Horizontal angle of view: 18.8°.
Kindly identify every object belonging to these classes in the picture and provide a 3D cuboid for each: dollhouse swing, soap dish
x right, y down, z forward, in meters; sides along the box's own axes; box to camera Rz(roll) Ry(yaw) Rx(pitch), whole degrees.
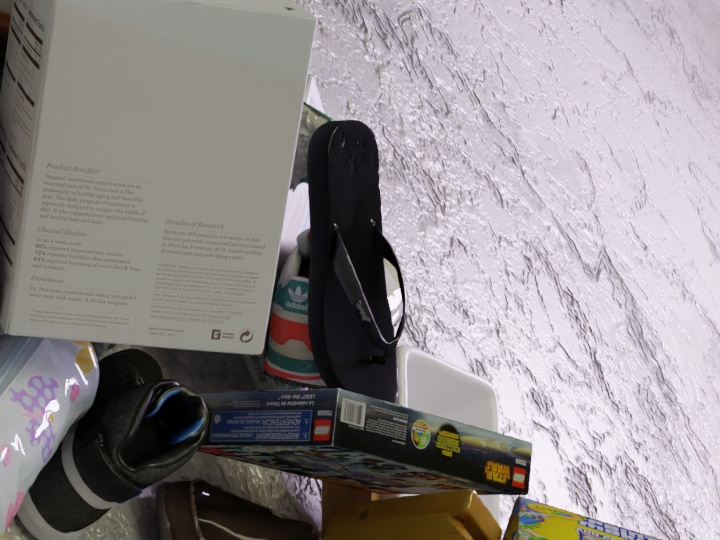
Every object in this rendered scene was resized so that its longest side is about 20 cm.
[{"bbox_3d":[0.047,0.276,1.409,0.176,0.182,0.200,37,57,-34],"label":"dollhouse swing"},{"bbox_3d":[0.036,0.161,1.619,0.157,0.081,0.200,26,58,-52],"label":"soap dish"}]

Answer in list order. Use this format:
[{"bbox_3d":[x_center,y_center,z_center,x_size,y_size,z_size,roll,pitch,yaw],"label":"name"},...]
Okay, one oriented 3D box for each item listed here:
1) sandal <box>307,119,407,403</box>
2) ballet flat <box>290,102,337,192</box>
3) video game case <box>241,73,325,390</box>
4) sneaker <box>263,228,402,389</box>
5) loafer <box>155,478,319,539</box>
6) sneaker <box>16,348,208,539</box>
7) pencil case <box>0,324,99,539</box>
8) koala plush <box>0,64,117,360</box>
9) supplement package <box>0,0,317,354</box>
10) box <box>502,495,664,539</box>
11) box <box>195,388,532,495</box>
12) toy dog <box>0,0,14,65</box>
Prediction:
[{"bbox_3d":[0.000,0.000,1.460,0.076,0.043,0.201,-19,105,-51],"label":"sandal"},{"bbox_3d":[-0.096,-0.123,1.520,0.200,0.072,0.072,38,13,28],"label":"ballet flat"},{"bbox_3d":[-0.050,-0.012,1.590,0.182,0.024,0.200,73,27,-56],"label":"video game case"},{"bbox_3d":[-0.013,0.005,1.548,0.200,0.070,0.094,-52,151,-59],"label":"sneaker"},{"bbox_3d":[-0.061,0.185,1.465,0.200,0.071,0.073,35,34,-45],"label":"loafer"},{"bbox_3d":[-0.134,0.094,1.369,0.073,0.112,0.200,55,25,-14],"label":"sneaker"},{"bbox_3d":[-0.214,0.097,1.233,0.083,0.091,0.200,31,31,-3],"label":"pencil case"},{"bbox_3d":[-0.161,-0.052,1.432,0.177,0.184,0.200,-29,110,-56],"label":"koala plush"},{"bbox_3d":[-0.129,-0.073,1.270,0.152,0.200,0.151,5,15,-18],"label":"supplement package"},{"bbox_3d":[0.126,0.275,1.385,0.122,0.200,0.193,16,11,1],"label":"box"},{"bbox_3d":[-0.001,0.115,1.427,0.200,0.137,0.040,19,73,-45],"label":"box"},{"bbox_3d":[-0.263,-0.217,1.347,0.200,0.194,0.140,49,39,-16],"label":"toy dog"}]
